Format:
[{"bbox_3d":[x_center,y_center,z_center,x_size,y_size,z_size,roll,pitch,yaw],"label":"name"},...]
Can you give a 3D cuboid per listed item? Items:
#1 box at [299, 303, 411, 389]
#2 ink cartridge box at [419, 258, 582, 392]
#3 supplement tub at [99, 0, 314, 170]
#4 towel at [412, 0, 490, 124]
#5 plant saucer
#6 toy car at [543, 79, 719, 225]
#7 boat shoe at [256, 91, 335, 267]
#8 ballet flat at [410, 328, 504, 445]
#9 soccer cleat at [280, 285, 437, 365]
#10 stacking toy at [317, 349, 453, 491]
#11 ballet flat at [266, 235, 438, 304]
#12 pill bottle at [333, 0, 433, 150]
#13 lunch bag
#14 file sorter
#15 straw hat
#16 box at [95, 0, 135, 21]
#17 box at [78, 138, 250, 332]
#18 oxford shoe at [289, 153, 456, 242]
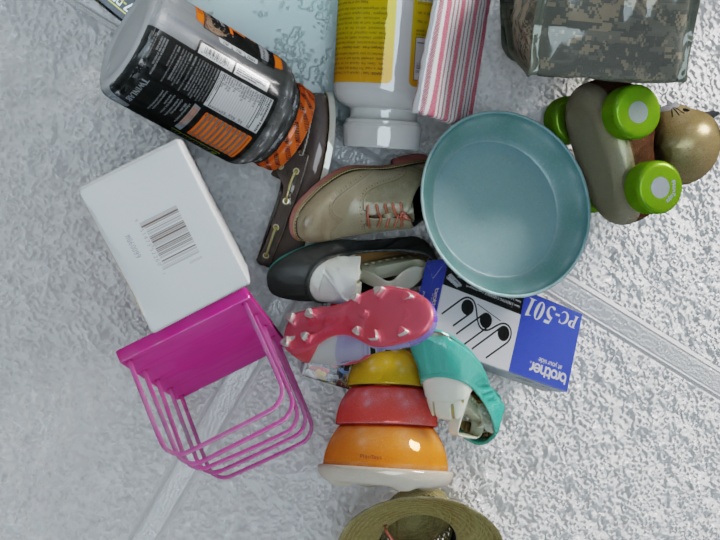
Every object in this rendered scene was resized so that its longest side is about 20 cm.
[{"bbox_3d":[0.041,0.092,1.193,0.198,0.035,0.111,17,95,-9],"label":"box"},{"bbox_3d":[0.152,0.063,1.155,0.199,0.044,0.095,20,76,-30],"label":"ink cartridge box"},{"bbox_3d":[-0.153,-0.189,1.071,0.199,0.122,0.123,27,93,-29],"label":"supplement tub"},{"bbox_3d":[0.092,-0.226,1.082,0.030,0.200,0.148,10,97,18],"label":"towel"},{"bbox_3d":[0.149,-0.068,1.116,0.198,0.036,0.202,4,79,-19],"label":"plant saucer"},{"bbox_3d":[0.332,-0.152,1.142,0.199,0.164,0.159,-22,100,-14],"label":"toy car"},{"bbox_3d":[-0.069,-0.097,1.138,0.059,0.072,0.202,8,102,-11],"label":"boat shoe"},{"bbox_3d":[0.104,0.133,1.103,0.067,0.200,0.071,-3,60,27],"label":"ballet flat"},{"bbox_3d":[0.006,0.062,1.076,0.076,0.199,0.067,32,57,-42],"label":"soccer cleat"},{"bbox_3d":[0.032,0.133,1.130,0.145,0.146,0.202,5,80,-8],"label":"stacking toy"},{"bbox_3d":[0.000,0.000,1.126,0.199,0.068,0.069,-12,120,-25],"label":"ballet flat"},{"bbox_3d":[0.029,-0.230,1.110,0.112,0.113,0.202,2,97,-7],"label":"pill bottle"},{"bbox_3d":[0.238,-0.264,1.093,0.163,0.200,0.119,3,112,-3],"label":"lunch bag"},{"bbox_3d":[-0.135,0.127,1.073,0.138,0.200,0.126,-26,72,-2],"label":"file sorter"},{"bbox_3d":[0.063,0.294,1.192,0.199,0.085,0.202,1,125,2],"label":"straw hat"},{"bbox_3d":[-0.253,-0.366,1.090,0.200,0.049,0.162,38,89,-11],"label":"box"},{"bbox_3d":[-0.193,-0.042,1.062,0.106,0.200,0.153,-27,99,-4],"label":"box"},{"bbox_3d":[0.019,-0.072,1.111,0.199,0.075,0.071,-24,128,-27],"label":"oxford shoe"}]
